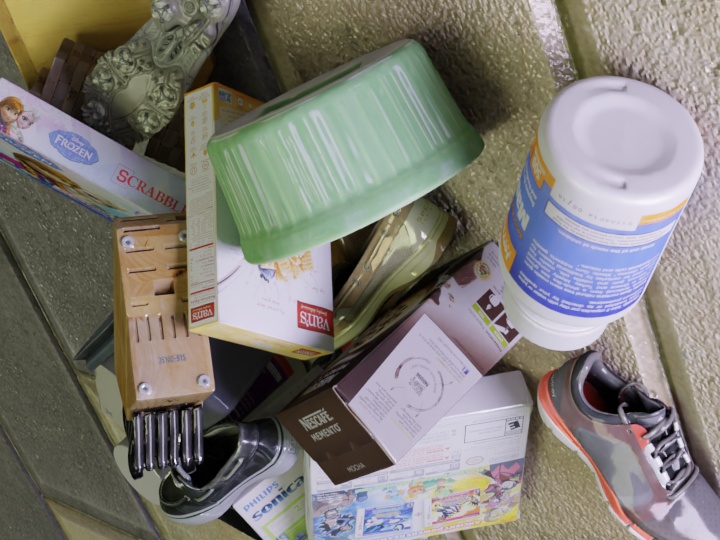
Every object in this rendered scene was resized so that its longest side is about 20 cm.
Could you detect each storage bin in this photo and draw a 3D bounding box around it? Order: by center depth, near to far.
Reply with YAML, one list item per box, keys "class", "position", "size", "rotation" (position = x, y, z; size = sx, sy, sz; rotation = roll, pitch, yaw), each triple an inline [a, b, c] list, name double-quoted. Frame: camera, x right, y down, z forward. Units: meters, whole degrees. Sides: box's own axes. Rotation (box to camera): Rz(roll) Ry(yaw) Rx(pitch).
- class: "storage bin"
  position: [-0.135, 0.038, 1.409]
  size: [0.134, 0.200, 0.146]
  rotation: [41, 149, -8]

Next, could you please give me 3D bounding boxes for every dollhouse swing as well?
- class: "dollhouse swing"
  position: [-0.235, -0.249, 1.424]
  size: [0.182, 0.175, 0.200]
  rotation: [-102, -7, -58]

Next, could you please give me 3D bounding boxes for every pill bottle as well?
- class: "pill bottle"
  position: [0.158, -0.031, 1.095]
  size: [0.112, 0.112, 0.200]
  rotation: [38, 147, 17]
- class: "pill bottle"
  position: [-0.153, 0.145, 1.595]
  size: [0.112, 0.200, 0.113]
  rotation: [32, 145, 26]

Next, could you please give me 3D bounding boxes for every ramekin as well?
- class: "ramekin"
  position: [-0.017, -0.093, 1.172]
  size: [0.200, 0.200, 0.098]
  rotation: [-11, 108, 55]

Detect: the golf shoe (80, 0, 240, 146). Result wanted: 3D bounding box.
- class: "golf shoe"
  position: [-0.152, -0.182, 1.291]
  size: [0.078, 0.097, 0.200]
  rotation: [44, 124, -4]

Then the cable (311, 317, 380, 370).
- class: "cable"
  position: [-0.012, 0.084, 1.472]
  size: [0.097, 0.050, 0.200]
  rotation: [11, 154, -24]

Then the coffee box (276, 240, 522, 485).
- class: "coffee box"
  position: [0.041, 0.075, 1.273]
  size: [0.080, 0.200, 0.113]
  rotation: [51, 149, -5]

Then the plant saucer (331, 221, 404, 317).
- class: "plant saucer"
  position: [-0.047, -0.029, 1.430]
  size: [0.200, 0.035, 0.200]
  rotation: [33, 146, 26]

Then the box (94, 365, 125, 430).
- class: "box"
  position: [-0.159, 0.071, 1.521]
  size: [0.078, 0.200, 0.095]
  rotation: [35, 147, 22]

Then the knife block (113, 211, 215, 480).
- class: "knife block"
  position: [-0.169, 0.067, 1.290]
  size: [0.176, 0.064, 0.201]
  rotation: [143, 120, -71]

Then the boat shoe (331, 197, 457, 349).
- class: "boat shoe"
  position: [0.000, 0.001, 1.327]
  size: [0.063, 0.073, 0.201]
  rotation: [36, 135, -13]

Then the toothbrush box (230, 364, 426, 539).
- class: "toothbrush box"
  position: [-0.033, 0.214, 1.517]
  size: [0.200, 0.146, 0.086]
  rotation: [55, 174, -37]

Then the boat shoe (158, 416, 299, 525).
- class: "boat shoe"
  position: [-0.136, 0.171, 1.403]
  size: [0.071, 0.072, 0.200]
  rotation: [16, 144, -33]

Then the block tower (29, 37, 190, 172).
- class: "block tower"
  position: [-0.186, -0.137, 1.371]
  size: [0.200, 0.054, 0.058]
  rotation: [21, 117, -10]

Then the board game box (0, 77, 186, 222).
- class: "board game box"
  position: [-0.241, -0.089, 1.364]
  size: [0.200, 0.041, 0.199]
  rotation: [29, 171, -14]

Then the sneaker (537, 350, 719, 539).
- class: "sneaker"
  position: [0.226, 0.145, 1.246]
  size: [0.200, 0.077, 0.082]
  rotation: [44, 143, 7]

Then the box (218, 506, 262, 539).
- class: "box"
  position: [-0.086, 0.264, 1.674]
  size: [0.200, 0.044, 0.160]
  rotation: [33, 178, -19]

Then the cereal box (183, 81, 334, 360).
- class: "cereal box"
  position: [-0.080, -0.037, 1.269]
  size: [0.039, 0.144, 0.201]
  rotation: [-16, 70, 35]

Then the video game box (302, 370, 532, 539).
- class: "video game box"
  position: [0.048, 0.174, 1.400]
  size: [0.182, 0.199, 0.047]
  rotation: [90, 169, -46]
